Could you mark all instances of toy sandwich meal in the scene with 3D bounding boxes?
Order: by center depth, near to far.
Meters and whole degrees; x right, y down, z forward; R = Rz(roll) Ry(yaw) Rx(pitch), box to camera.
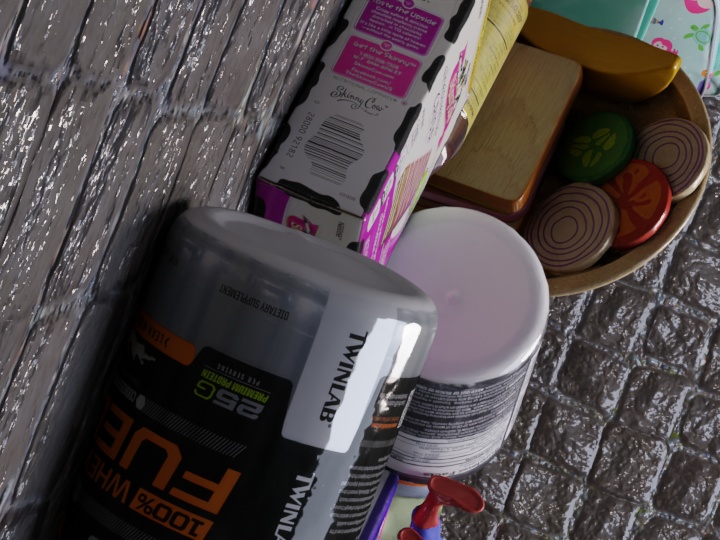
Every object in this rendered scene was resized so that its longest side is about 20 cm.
[{"bbox_3d":[0.103,-0.078,1.669,0.206,0.204,0.070,-65,155,-23],"label":"toy sandwich meal"}]

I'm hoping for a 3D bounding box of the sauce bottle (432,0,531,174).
[{"bbox_3d":[0.033,-0.094,1.614,0.201,0.066,0.066,-60,171,-27],"label":"sauce bottle"}]

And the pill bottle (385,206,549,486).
[{"bbox_3d":[0.041,0.053,1.601,0.200,0.106,0.107,102,12,-65],"label":"pill bottle"}]

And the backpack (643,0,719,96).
[{"bbox_3d":[0.212,-0.232,2.131,0.151,0.176,0.201,-68,172,-53],"label":"backpack"}]

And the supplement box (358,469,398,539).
[{"bbox_3d":[-0.057,0.198,1.647,0.101,0.103,0.201,-62,170,-48],"label":"supplement box"}]

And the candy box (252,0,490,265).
[{"bbox_3d":[0.006,-0.070,1.472,0.137,0.061,0.201,101,12,-56],"label":"candy box"}]

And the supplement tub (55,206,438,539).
[{"bbox_3d":[-0.054,0.085,1.215,0.123,0.122,0.201,-27,138,-80],"label":"supplement tub"}]

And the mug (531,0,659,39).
[{"bbox_3d":[0.150,-0.211,1.956,0.152,0.114,0.186,-39,151,-78],"label":"mug"}]

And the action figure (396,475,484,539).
[{"bbox_3d":[0.049,0.198,1.679,0.065,0.099,0.200,-55,177,-28],"label":"action figure"}]

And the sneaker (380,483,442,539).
[{"bbox_3d":[0.028,0.111,1.747,0.200,0.067,0.090,-49,143,-10],"label":"sneaker"}]
